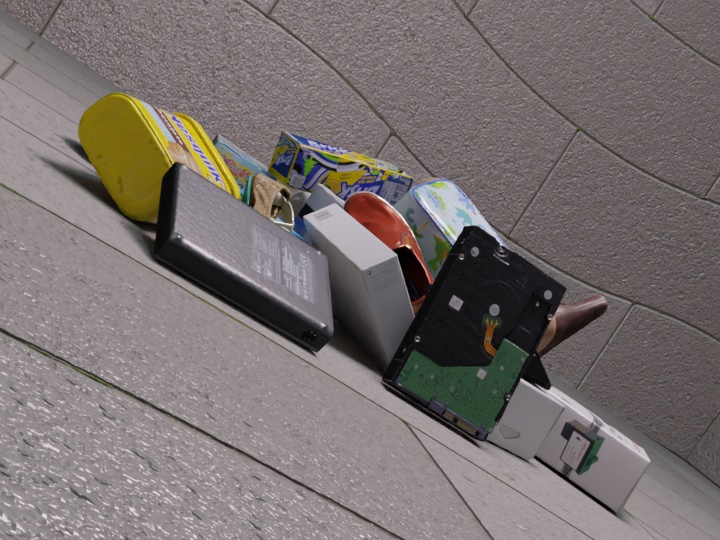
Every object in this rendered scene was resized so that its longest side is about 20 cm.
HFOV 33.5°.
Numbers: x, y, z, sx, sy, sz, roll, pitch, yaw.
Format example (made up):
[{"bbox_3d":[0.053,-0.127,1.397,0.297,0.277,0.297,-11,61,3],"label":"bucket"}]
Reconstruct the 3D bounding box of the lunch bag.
[{"bbox_3d":[0.130,-0.022,1.572,0.201,0.082,0.160,52,29,9],"label":"lunch bag"}]

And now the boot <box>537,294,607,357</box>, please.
[{"bbox_3d":[0.234,0.106,1.643,0.165,0.200,0.073,-13,66,-33],"label":"boot"}]

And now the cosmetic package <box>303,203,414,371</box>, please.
[{"bbox_3d":[0.004,0.022,1.429,0.200,0.051,0.152,-137,-152,-60],"label":"cosmetic package"}]

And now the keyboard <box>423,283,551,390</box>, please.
[{"bbox_3d":[0.144,0.082,1.437,0.199,0.040,0.105,31,29,-35],"label":"keyboard"}]

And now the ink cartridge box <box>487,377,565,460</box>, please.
[{"bbox_3d":[0.137,0.134,1.495,0.145,0.083,0.200,31,5,-43],"label":"ink cartridge box"}]

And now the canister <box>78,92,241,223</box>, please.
[{"bbox_3d":[-0.222,-0.116,1.343,0.149,0.086,0.200,58,9,8],"label":"canister"}]

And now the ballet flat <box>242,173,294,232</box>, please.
[{"bbox_3d":[-0.109,-0.051,1.383,0.065,0.071,0.201,13,35,-7],"label":"ballet flat"}]

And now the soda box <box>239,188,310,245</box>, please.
[{"bbox_3d":[-0.133,-0.044,1.535,0.064,0.068,0.200,34,3,-33],"label":"soda box"}]

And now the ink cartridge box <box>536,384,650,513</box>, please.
[{"bbox_3d":[0.282,0.224,1.601,0.199,0.085,0.146,34,4,9],"label":"ink cartridge box"}]

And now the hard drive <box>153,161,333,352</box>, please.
[{"bbox_3d":[-0.115,-0.015,1.208,0.199,0.033,0.140,33,28,-26],"label":"hard drive"}]

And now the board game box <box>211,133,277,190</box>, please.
[{"bbox_3d":[-0.195,-0.126,1.761,0.104,0.103,0.200,34,3,-10],"label":"board game box"}]

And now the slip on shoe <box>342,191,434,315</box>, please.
[{"bbox_3d":[0.038,-0.023,1.473,0.201,0.074,0.061,61,-1,27],"label":"slip on shoe"}]

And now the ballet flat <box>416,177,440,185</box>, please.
[{"bbox_3d":[0.139,-0.058,1.696,0.201,0.070,0.065,52,8,18],"label":"ballet flat"}]

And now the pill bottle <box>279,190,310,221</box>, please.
[{"bbox_3d":[-0.034,-0.024,1.812,0.199,0.112,0.111,33,4,-21],"label":"pill bottle"}]

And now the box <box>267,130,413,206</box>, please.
[{"bbox_3d":[-0.028,-0.137,1.715,0.199,0.065,0.070,14,16,-34],"label":"box"}]

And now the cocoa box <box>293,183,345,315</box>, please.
[{"bbox_3d":[0.000,0.000,1.632,0.199,0.132,0.133,32,6,-27],"label":"cocoa box"}]

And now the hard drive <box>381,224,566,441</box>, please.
[{"bbox_3d":[0.128,0.070,1.333,0.139,0.201,0.038,32,-11,-17],"label":"hard drive"}]
